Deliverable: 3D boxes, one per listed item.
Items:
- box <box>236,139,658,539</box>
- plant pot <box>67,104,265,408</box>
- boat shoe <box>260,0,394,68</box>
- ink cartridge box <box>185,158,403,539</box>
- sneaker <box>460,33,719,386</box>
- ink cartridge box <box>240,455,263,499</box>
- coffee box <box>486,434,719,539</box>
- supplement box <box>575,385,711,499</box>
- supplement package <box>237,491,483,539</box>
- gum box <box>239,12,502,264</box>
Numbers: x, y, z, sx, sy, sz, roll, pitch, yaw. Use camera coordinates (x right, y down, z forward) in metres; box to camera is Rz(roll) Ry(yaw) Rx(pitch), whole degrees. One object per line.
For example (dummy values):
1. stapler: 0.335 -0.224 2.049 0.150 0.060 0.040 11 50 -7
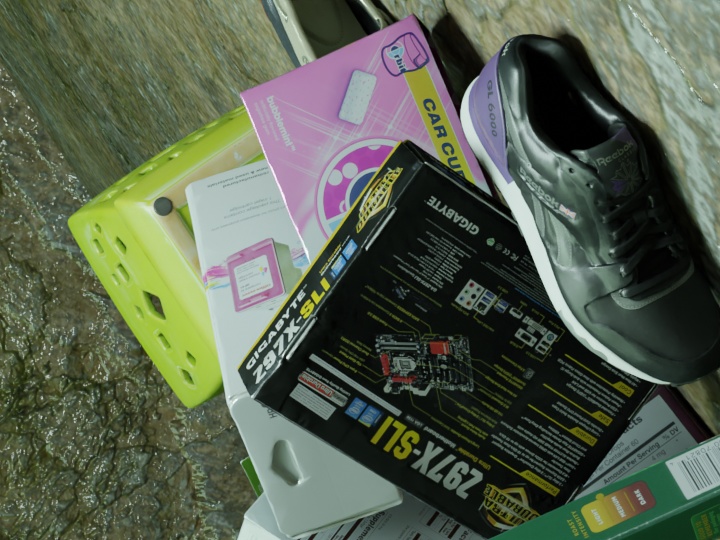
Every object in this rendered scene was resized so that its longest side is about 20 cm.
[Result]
1. box: 0.058 0.047 1.180 0.200 0.160 0.049 32 -170 -22
2. plant pot: -0.098 -0.023 1.757 0.200 0.199 0.181 56 162 -3
3. boat shoe: 0.000 -0.130 1.342 0.200 0.071 0.063 55 167 24
4. ink cartridge box: -0.043 0.047 1.370 0.200 0.084 0.145 -104 -4 -45
5. sneaker: 0.123 -0.030 1.096 0.200 0.076 0.088 54 163 6
6. ink cartridge box: 0.018 0.155 1.742 0.076 0.200 0.148 47 167 34
7. coffee box: 0.155 0.170 1.196 0.044 0.200 0.123 -116 0 -50
8. supplement box: 0.202 0.189 1.318 0.200 0.103 0.131 53 169 16
9. supplement package: 0.017 0.237 1.468 0.200 0.147 0.192 31 133 12
10. gum box: 0.023 -0.033 1.256 0.066 0.113 0.201 11 -124 -81
